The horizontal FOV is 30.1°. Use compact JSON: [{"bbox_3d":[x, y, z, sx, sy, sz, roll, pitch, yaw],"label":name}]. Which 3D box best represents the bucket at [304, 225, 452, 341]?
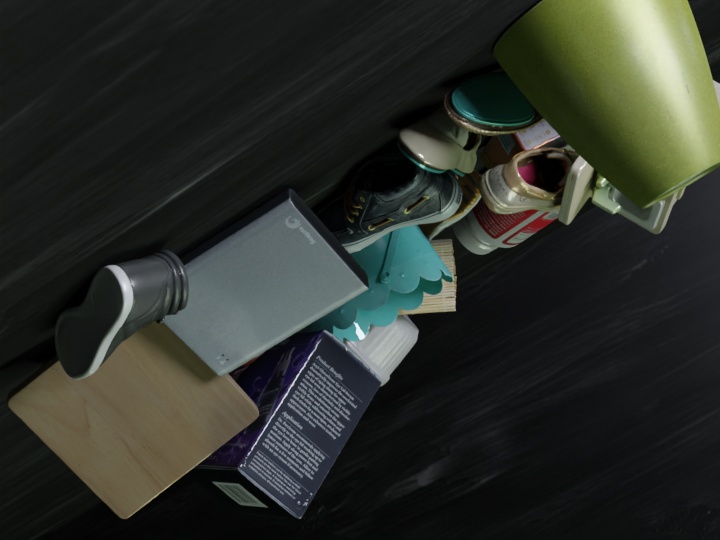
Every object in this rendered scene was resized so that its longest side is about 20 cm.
[{"bbox_3d":[0.000,0.000,1.657,0.206,0.135,0.207,-28,171,-5],"label":"bucket"}]

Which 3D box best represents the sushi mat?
[{"bbox_3d":[0.027,0.014,1.762,0.199,0.096,0.012,-5,-178,1],"label":"sushi mat"}]

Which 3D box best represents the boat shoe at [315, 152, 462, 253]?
[{"bbox_3d":[0.006,-0.079,1.476,0.199,0.071,0.091,-18,150,31],"label":"boat shoe"}]

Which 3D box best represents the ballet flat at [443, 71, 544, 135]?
[{"bbox_3d":[0.159,-0.167,1.352,0.199,0.071,0.065,-15,164,-29],"label":"ballet flat"}]

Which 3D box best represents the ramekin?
[{"bbox_3d":[-0.005,0.057,1.866,0.094,0.202,0.202,-42,172,3],"label":"ramekin"}]

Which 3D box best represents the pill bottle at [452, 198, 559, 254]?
[{"bbox_3d":[0.227,-0.103,1.951,0.112,0.113,0.200,-22,170,-44],"label":"pill bottle"}]

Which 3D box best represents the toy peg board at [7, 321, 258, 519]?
[{"bbox_3d":[-0.256,0.135,1.508,0.199,0.200,0.098,-38,-155,3],"label":"toy peg board"}]

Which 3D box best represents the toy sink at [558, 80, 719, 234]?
[{"bbox_3d":[0.337,-0.129,1.578,0.200,0.112,0.131,-51,162,-21],"label":"toy sink"}]

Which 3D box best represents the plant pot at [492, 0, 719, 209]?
[{"bbox_3d":[0.253,-0.166,1.251,0.186,0.201,0.187,-28,173,-4],"label":"plant pot"}]

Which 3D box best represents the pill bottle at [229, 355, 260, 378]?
[{"bbox_3d":[-0.162,0.064,1.568,0.114,0.115,0.200,-25,172,-30],"label":"pill bottle"}]

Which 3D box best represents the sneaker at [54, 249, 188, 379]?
[{"bbox_3d":[-0.233,0.046,1.330,0.099,0.071,0.200,-17,163,-39],"label":"sneaker"}]

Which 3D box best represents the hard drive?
[{"bbox_3d":[-0.111,0.015,1.402,0.199,0.140,0.033,-31,-148,18],"label":"hard drive"}]

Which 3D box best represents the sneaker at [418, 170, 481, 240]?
[{"bbox_3d":[0.086,-0.066,1.807,0.199,0.076,0.088,-31,173,14],"label":"sneaker"}]

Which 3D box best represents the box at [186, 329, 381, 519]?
[{"bbox_3d":[-0.092,0.180,1.575,0.148,0.104,0.200,-12,-138,55],"label":"box"}]

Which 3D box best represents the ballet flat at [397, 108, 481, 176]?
[{"bbox_3d":[0.089,-0.139,1.398,0.069,0.070,0.200,-31,175,14],"label":"ballet flat"}]

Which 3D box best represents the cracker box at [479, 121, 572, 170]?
[{"bbox_3d":[0.260,-0.188,1.698,0.199,0.058,0.134,-26,170,-15],"label":"cracker box"}]

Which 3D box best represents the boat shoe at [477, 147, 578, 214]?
[{"bbox_3d":[0.226,-0.112,1.601,0.199,0.074,0.069,-18,170,-45],"label":"boat shoe"}]
